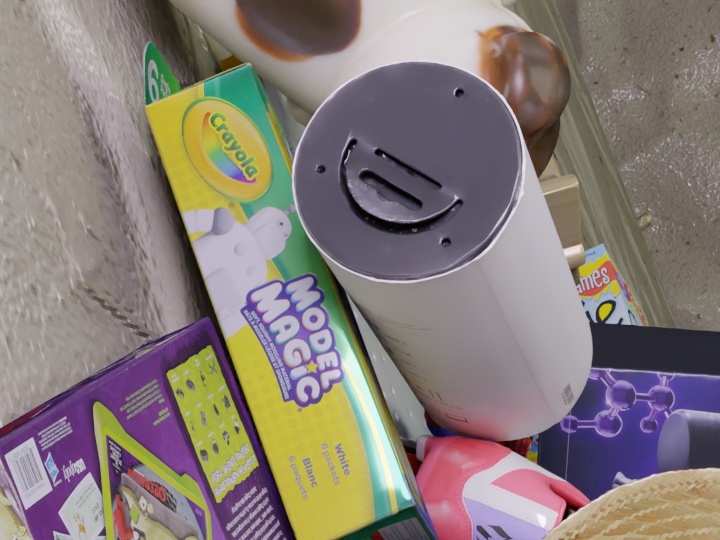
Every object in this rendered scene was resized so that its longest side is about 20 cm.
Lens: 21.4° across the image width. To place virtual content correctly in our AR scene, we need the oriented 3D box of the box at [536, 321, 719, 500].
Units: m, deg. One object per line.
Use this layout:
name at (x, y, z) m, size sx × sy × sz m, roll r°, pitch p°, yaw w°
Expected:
box at (0.155, 0.134, 0.959) m, size 0.079 × 0.140 × 0.201 m, roll -59°, pitch 152°, yaw -71°

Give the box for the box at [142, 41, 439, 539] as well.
box at (-0.027, 0.013, 0.715) m, size 0.117 × 0.048 × 0.201 m, roll 66°, pitch 1°, yaw -72°

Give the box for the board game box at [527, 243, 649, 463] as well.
board game box at (0.151, 0.103, 1.236) m, size 0.103 × 0.104 × 0.201 m, roll 52°, pitch 20°, yaw -50°

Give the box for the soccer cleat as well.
soccer cleat at (0.081, 0.123, 0.822) m, size 0.067 × 0.076 × 0.200 m, roll -64°, pitch 147°, yaw -10°

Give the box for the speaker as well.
speaker at (0.036, 0.000, 0.705) m, size 0.200 × 0.081 × 0.082 m, roll 57°, pitch 16°, yaw -65°

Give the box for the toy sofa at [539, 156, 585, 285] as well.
toy sofa at (0.055, -0.073, 1.067) m, size 0.098 × 0.082 × 0.201 m, roll 81°, pitch -8°, yaw -51°

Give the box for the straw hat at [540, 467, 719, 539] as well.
straw hat at (0.121, 0.173, 0.690) m, size 0.085 × 0.200 × 0.202 m, roll 113°, pitch -44°, yaw -83°

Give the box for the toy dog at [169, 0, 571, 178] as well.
toy dog at (0.006, -0.110, 0.793) m, size 0.200 × 0.139 × 0.194 m, roll 51°, pitch 15°, yaw 7°

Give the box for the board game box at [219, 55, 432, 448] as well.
board game box at (0.000, 0.000, 0.955) m, size 0.200 × 0.026 × 0.201 m, roll 30°, pitch 40°, yaw -71°

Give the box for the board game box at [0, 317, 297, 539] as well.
board game box at (-0.059, 0.088, 0.559) m, size 0.121 × 0.032 × 0.200 m, roll 65°, pitch 13°, yaw -2°

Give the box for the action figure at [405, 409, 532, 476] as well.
action figure at (0.053, 0.103, 0.902) m, size 0.200 × 0.051 × 0.066 m, roll 58°, pitch 52°, yaw -66°
